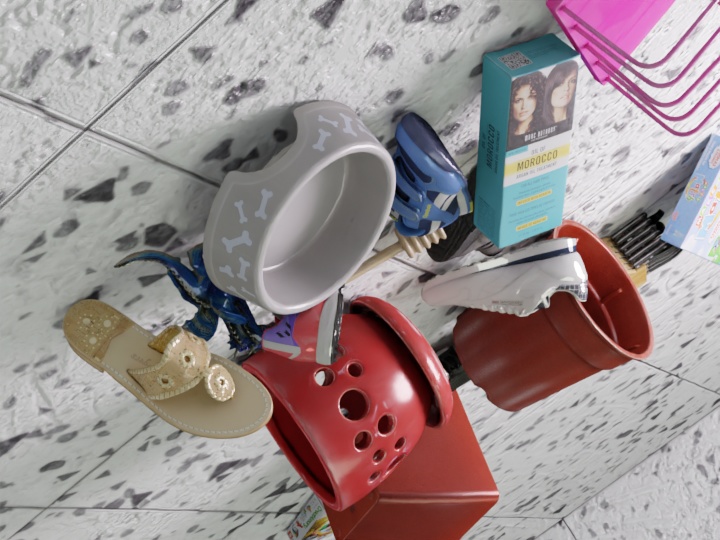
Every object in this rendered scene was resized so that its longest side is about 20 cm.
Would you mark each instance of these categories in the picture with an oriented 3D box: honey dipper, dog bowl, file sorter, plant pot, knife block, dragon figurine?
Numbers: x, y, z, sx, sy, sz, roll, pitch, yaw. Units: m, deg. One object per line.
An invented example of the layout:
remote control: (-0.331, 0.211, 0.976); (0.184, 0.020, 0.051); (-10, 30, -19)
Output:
honey dipper: (0.000, 0.000, 1.519); (0.199, 0.038, 0.038); (-31, 157, 3)
dog bowl: (-0.047, -0.049, 1.246); (0.200, 0.059, 0.201); (-38, 149, -28)
file sorter: (0.281, -0.226, 1.273); (0.139, 0.125, 0.200); (-49, 155, 5)
plant pot: (0.046, 0.289, 1.981); (0.175, 0.201, 0.200); (1, 142, -33)
plant pot: (0.236, 0.071, 1.788); (0.195, 0.202, 0.200); (-35, 159, 29)
plant pot: (-0.011, 0.139, 1.586); (0.182, 0.201, 0.201); (-35, 159, -17)
knife block: (0.354, 0.002, 1.942); (0.175, 0.064, 0.200); (-12, 149, -39)
dragon figurine: (-0.141, 0.030, 1.295); (0.059, 0.100, 0.200); (-22, 164, 21)

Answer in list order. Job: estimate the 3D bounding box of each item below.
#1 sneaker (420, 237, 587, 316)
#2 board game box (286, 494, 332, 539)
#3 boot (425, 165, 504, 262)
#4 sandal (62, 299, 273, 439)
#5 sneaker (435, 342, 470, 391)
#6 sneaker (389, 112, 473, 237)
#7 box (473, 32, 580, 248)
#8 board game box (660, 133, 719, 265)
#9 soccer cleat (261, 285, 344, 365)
sneaker: (0.168, 0.020, 1.654); (0.198, 0.081, 0.076); (-15, -176, 18)
board game box: (-0.012, 0.373, 2.249); (0.199, 0.035, 0.127); (-14, 151, -37)
boot: (0.167, -0.081, 1.547); (0.200, 0.070, 0.131); (-36, 163, 37)
sandal: (-0.178, 0.080, 1.242); (0.078, 0.211, 0.070); (-58, 167, -23)
sneaker: (0.132, 0.122, 1.899); (0.199, 0.067, 0.091); (-18, 151, -40)
sneaker: (0.058, -0.085, 1.374); (0.082, 0.074, 0.200); (-30, 156, 0)
box: (0.161, -0.124, 1.366); (0.082, 0.049, 0.201); (-20, 133, -22)
board game box: (0.479, -0.091, 1.881); (0.200, 0.036, 0.152); (13, 105, -59)
soccer cleat: (-0.052, 0.019, 1.362); (0.072, 0.201, 0.069); (5, 123, -1)
